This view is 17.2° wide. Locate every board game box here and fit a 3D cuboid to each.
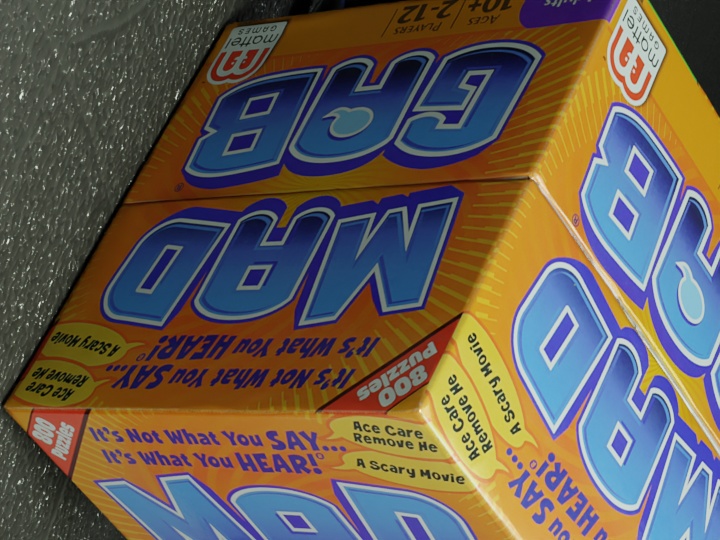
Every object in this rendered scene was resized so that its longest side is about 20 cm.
[{"bbox_3d":[0.032,0.036,0.912,0.200,0.199,0.201,52,52,-35],"label":"board game box"}]

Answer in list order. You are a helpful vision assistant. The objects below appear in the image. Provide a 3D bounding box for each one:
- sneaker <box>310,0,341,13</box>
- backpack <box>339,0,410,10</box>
[{"bbox_3d":[-0.025,-0.023,1.074,0.104,0.060,0.201,-41,143,-60],"label":"sneaker"},{"bbox_3d":[0.057,-0.196,0.955,0.191,0.153,0.201,-50,164,-37],"label":"backpack"}]
